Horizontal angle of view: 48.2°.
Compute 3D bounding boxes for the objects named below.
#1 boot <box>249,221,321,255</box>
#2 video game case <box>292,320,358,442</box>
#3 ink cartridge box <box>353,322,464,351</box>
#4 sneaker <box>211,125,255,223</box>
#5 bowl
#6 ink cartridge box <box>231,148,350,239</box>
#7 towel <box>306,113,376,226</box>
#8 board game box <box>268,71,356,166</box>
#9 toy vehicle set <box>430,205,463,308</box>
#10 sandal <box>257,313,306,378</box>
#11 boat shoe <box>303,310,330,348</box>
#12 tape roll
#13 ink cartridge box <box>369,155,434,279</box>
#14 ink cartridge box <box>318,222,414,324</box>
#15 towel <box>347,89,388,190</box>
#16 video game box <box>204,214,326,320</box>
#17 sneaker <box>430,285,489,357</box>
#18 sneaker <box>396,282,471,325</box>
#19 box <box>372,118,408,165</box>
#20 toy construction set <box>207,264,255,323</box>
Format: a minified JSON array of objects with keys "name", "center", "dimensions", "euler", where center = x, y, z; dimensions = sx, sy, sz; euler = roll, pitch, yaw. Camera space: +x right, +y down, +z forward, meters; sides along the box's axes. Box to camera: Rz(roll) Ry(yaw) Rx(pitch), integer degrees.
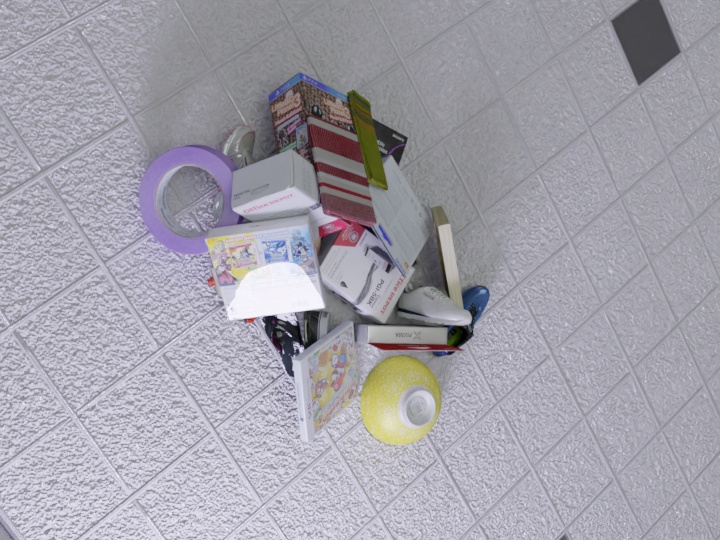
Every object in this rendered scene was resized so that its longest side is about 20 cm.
[{"name":"boot","center":[-0.156,-0.128,1.675],"dimensions":[0.152,0.076,0.205],"euler":[4,97,-22]},{"name":"video game case","center":[-0.068,0.227,1.675],"dimensions":[0.199,0.022,0.186],"euler":[-33,125,-52]},{"name":"ink cartridge box","center":[0.101,0.142,1.737],"dimensions":[0.196,0.176,0.046],"euler":[3,90,-22]},{"name":"sneaker","center":[-0.230,-0.185,1.607],"dimensions":[0.081,0.086,0.205],"euler":[0,100,-69]},{"name":"bowl","center":[0.108,0.297,1.791],"dimensions":[0.196,0.107,0.205],"euler":[-1,93,-26]},{"name":"ink cartridge box","center":[-0.130,-0.133,1.518],"dimensions":[0.199,0.143,0.085],"euler":[33,48,-53]},{"name":"towel","center":[-0.039,-0.187,1.526],"dimensions":[0.143,0.022,0.204],"euler":[13,60,-49]},{"name":"board game box","center":[-0.086,-0.263,1.613],"dimensions":[0.158,0.096,0.204],"euler":[14,59,-49]},{"name":"toy vehicle set","center":[0.192,-0.029,1.787],"dimensions":[0.026,0.125,0.204],"euler":[-11,113,2]},{"name":"sandal","center":[-0.150,0.136,1.624],"dimensions":[0.074,0.048,0.203],"euler":[-22,115,4]},{"name":"boat shoe","center":[-0.098,0.184,1.715],"dimensions":[0.062,0.071,0.205],"euler":[4,99,7]},{"name":"tape roll","center":[-0.319,-0.136,1.541],"dimensions":[0.195,0.066,0.205],"euler":[1,101,5]},{"name":"ink cartridge box","center":[0.066,-0.111,1.709],"dimensions":[0.202,0.040,0.201],"euler":[57,39,-20]},{"name":"ink cartridge box","center":[0.000,0.000,1.740],"dimensions":[0.199,0.082,0.149],"euler":[36,76,-22]},{"name":"towel","center":[0.019,-0.270,1.666],"dimensions":[0.086,0.018,0.204],"euler":[15,59,-58]},{"name":"video game box","center":[-0.176,-0.003,1.522],"dimensions":[0.195,0.047,0.185],"euler":[-7,122,5]},{"name":"sneaker","center":[0.242,0.122,1.858],"dimensions":[0.078,0.089,0.201],"euler":[43,75,-21]},{"name":"sneaker","center":[0.159,0.075,1.760],"dimensions":[0.076,0.197,0.082],"euler":[17,85,-48]},{"name":"box","center":[0.012,-0.228,1.764],"dimensions":[0.141,0.036,0.204],"euler":[22,81,-25]},{"name":"toy construction set","center":[-0.207,0.027,1.629],"dimensions":[0.195,0.093,0.133],"euler":[-11,130,-8]}]
